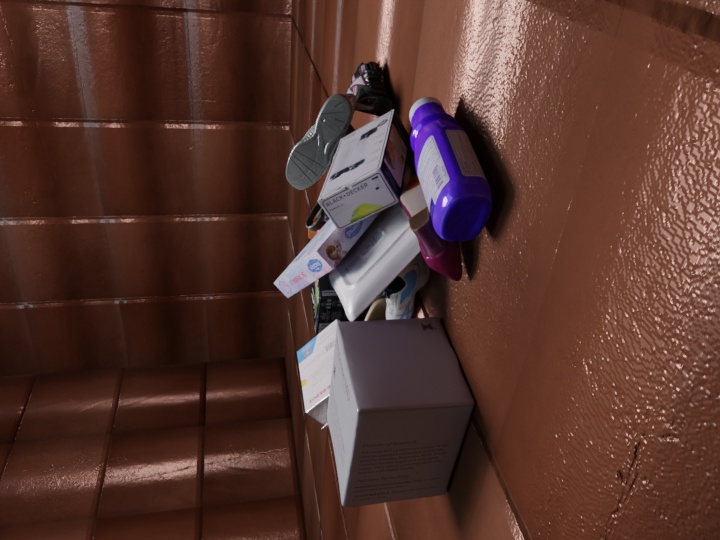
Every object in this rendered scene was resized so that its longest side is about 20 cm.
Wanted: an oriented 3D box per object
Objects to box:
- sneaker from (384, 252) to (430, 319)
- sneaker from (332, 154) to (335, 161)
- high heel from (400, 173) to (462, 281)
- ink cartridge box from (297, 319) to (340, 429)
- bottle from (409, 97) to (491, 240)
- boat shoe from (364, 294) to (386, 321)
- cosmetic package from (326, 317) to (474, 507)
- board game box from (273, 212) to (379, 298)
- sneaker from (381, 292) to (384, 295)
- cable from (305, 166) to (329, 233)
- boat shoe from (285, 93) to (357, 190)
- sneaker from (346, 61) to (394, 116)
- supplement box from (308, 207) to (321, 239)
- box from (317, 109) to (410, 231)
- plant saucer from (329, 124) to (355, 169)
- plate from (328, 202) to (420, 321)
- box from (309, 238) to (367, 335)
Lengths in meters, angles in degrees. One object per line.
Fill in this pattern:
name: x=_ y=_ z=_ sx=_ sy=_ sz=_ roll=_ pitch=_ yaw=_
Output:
sneaker: x=0.062 y=0.032 z=0.984 sx=0.202 sy=0.070 sz=0.074 roll=104 pitch=158 yaw=-56
sneaker: x=0.004 y=-0.196 z=1.099 sx=0.202 sy=0.086 sz=0.079 roll=-74 pitch=-31 yaw=-55
high heel: x=0.103 y=-0.069 z=0.830 sx=0.097 sy=0.066 sz=0.202 roll=51 pitch=-152 yaw=-24
ink cartridge box: x=-0.042 y=0.238 z=1.268 sx=0.125 sy=0.127 sz=0.203 roll=42 pitch=-161 yaw=-35
bottle: x=0.103 y=-0.134 z=0.736 sx=0.085 sy=0.063 sz=0.204 roll=102 pitch=162 yaw=-48
boat shoe: x=0.031 y=0.109 z=1.152 sx=0.204 sy=0.070 sz=0.073 roll=92 pitch=167 yaw=-47
cosmetic package: x=0.046 y=0.201 z=0.863 sx=0.169 sy=0.160 sz=0.205 roll=-108 pitch=21 yaw=-52
board game box: x=-0.044 y=-0.057 z=1.020 sx=0.201 sy=0.041 sz=0.198 roll=-52 pitch=11 yaw=-29
sneaker: x=0.000 y=0.000 z=1.131 sx=0.202 sy=0.126 sz=0.082 roll=105 pitch=157 yaw=-54
cable: x=-0.062 y=-0.149 z=1.260 sx=0.050 sy=0.094 sz=0.206 roll=45 pitch=-137 yaw=-51
boat shoe: x=-0.070 y=-0.237 z=1.104 sx=0.204 sy=0.074 sz=0.065 roll=-56 pitch=-4 yaw=29
sneaker: x=0.016 y=-0.352 z=1.140 sx=0.201 sy=0.078 sz=0.089 roll=-124 pitch=45 yaw=-58
supplement box: x=-0.051 y=-0.159 z=1.309 sx=0.067 sy=0.067 sz=0.205 roll=106 pitch=-173 yaw=-75
box: x=0.011 y=-0.161 z=0.934 sx=0.061 sy=0.114 sz=0.203 roll=53 pitch=-152 yaw=-27
plant saucer: x=-0.023 y=-0.193 z=1.207 sx=0.199 sy=0.030 sz=0.208 roll=-8 pitch=-89 yaw=-71
plate: x=0.026 y=-0.035 z=0.935 sx=0.200 sy=0.032 sz=0.200 roll=-47 pitch=22 yaw=4
box: x=-0.056 y=0.025 z=1.412 sx=0.151 sy=0.120 sz=0.205 roll=102 pitch=162 yaw=-50
